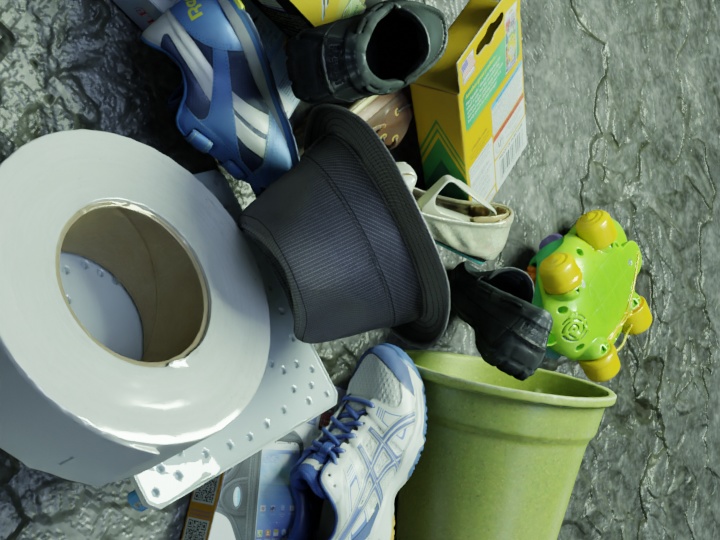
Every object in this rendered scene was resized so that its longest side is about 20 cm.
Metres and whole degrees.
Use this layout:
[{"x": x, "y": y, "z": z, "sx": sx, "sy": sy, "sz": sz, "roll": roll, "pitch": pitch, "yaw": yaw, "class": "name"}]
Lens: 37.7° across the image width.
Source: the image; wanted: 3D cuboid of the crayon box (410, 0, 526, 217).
[{"x": 0.101, "y": -0.153, "z": 0.958, "sx": 0.126, "sy": 0.051, "sz": 0.201, "roll": -55, "pitch": 151, "yaw": -30, "class": "crayon box"}]

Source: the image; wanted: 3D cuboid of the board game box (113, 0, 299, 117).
[{"x": -0.096, "y": -0.245, "z": 0.846, "sx": 0.200, "sy": 0.041, "sz": 0.201, "roll": 45, "pitch": 59, "yaw": -31, "class": "board game box"}]

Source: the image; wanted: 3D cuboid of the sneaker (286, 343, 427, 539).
[{"x": -0.008, "y": 0.150, "z": 0.827, "sx": 0.088, "sy": 0.075, "sz": 0.201, "roll": 24, "pitch": 71, "yaw": -40, "class": "sneaker"}]

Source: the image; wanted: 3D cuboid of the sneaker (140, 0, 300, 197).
[{"x": -0.096, "y": -0.111, "z": 0.788, "sx": 0.082, "sy": 0.074, "sz": 0.201, "roll": -22, "pitch": 113, "yaw": -6, "class": "sneaker"}]

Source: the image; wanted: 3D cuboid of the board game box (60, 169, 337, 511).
[{"x": -0.124, "y": 0.039, "z": 0.729, "sx": 0.200, "sy": 0.026, "sz": 0.201, "roll": -23, "pitch": 84, "yaw": -52, "class": "board game box"}]

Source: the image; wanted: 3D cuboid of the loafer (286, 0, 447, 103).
[{"x": 0.022, "y": -0.162, "z": 0.776, "sx": 0.200, "sy": 0.070, "sz": 0.068, "roll": -33, "pitch": 118, "yaw": -55, "class": "loafer"}]

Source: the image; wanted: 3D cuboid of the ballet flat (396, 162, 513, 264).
[{"x": 0.047, "y": -0.064, "z": 0.925, "sx": 0.199, "sy": 0.068, "sz": 0.063, "roll": 17, "pitch": 118, "yaw": -27, "class": "ballet flat"}]

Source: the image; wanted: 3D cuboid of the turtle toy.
[{"x": 0.227, "y": 0.013, "z": 1.086, "sx": 0.200, "sy": 0.101, "sz": 0.146, "roll": -45, "pitch": 118, "yaw": -35, "class": "turtle toy"}]

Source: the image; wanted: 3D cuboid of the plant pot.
[{"x": 0.108, "y": 0.179, "z": 0.925, "sx": 0.200, "sy": 0.200, "sz": 0.185, "roll": 7, "pitch": 94, "yaw": -42, "class": "plant pot"}]

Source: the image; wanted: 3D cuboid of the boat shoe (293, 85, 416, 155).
[{"x": 0.013, "y": -0.134, "z": 0.919, "sx": 0.200, "sy": 0.072, "sz": 0.068, "roll": -44, "pitch": 114, "yaw": -38, "class": "boat shoe"}]

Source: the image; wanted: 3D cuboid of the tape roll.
[{"x": -0.152, "y": 0.021, "z": 0.631, "sx": 0.202, "sy": 0.071, "sz": 0.203, "roll": 28, "pitch": 47, "yaw": -35, "class": "tape roll"}]

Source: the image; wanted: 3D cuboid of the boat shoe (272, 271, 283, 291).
[{"x": 0.000, "y": 0.000, "z": 0.882, "sx": 0.199, "sy": 0.092, "sz": 0.075, "roll": -7, "pitch": 94, "yaw": -42, "class": "boat shoe"}]

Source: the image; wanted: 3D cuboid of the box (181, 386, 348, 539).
[{"x": -0.070, "y": 0.158, "z": 0.845, "sx": 0.119, "sy": 0.041, "sz": 0.201, "roll": 23, "pitch": 74, "yaw": -39, "class": "box"}]

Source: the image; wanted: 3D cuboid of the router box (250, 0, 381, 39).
[{"x": -0.017, "y": -0.276, "z": 0.787, "sx": 0.157, "sy": 0.052, "sz": 0.201, "roll": 29, "pitch": 82, "yaw": -64, "class": "router box"}]

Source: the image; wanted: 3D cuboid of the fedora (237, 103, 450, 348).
[{"x": -0.023, "y": -0.013, "z": 0.704, "sx": 0.090, "sy": 0.200, "sz": 0.178, "roll": -27, "pitch": 97, "yaw": -10, "class": "fedora"}]

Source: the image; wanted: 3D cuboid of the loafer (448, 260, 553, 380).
[{"x": 0.126, "y": 0.029, "z": 0.939, "sx": 0.068, "sy": 0.201, "sz": 0.071, "roll": 29, "pitch": 102, "yaw": -16, "class": "loafer"}]
